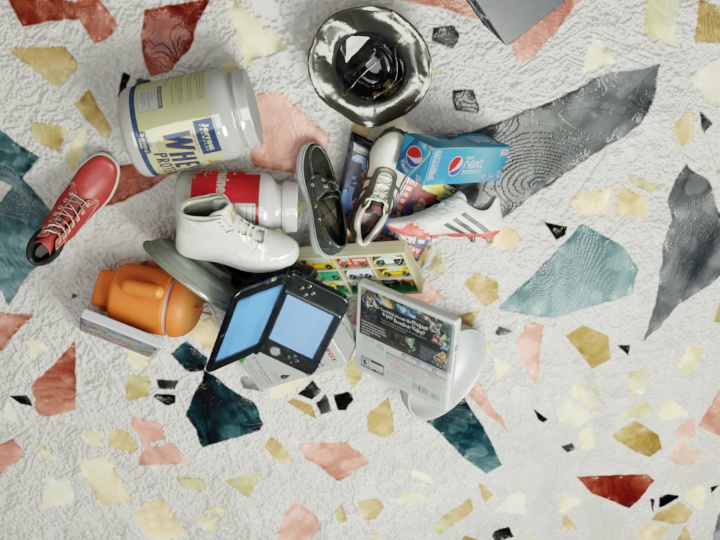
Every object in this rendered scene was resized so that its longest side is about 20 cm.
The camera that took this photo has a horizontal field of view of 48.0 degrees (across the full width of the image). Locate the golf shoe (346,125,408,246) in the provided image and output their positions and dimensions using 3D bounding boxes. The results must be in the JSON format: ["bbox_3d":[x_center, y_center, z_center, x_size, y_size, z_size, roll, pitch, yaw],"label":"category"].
[{"bbox_3d":[0.037,-0.131,1.312,0.077,0.088,0.201,16,112,-9],"label":"golf shoe"}]

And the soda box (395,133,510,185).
[{"bbox_3d":[0.153,-0.183,1.314,0.199,0.068,0.064,-8,123,-44],"label":"soda box"}]

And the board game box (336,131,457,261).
[{"bbox_3d":[0.032,-0.105,1.406,0.199,0.062,0.200,23,113,-14],"label":"board game box"}]

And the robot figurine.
[{"bbox_3d":[-0.363,0.053,1.417,0.199,0.117,0.144,12,126,3],"label":"robot figurine"}]

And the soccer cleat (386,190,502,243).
[{"bbox_3d":[0.141,-0.092,1.354,0.199,0.069,0.086,1,104,-8],"label":"soccer cleat"}]

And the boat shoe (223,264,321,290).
[{"bbox_3d":[-0.162,0.010,1.405,0.200,0.072,0.066,-3,124,34],"label":"boat shoe"}]

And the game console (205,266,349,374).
[{"bbox_3d":[-0.136,0.106,1.326,0.170,0.119,0.200,26,129,-2],"label":"game console"}]

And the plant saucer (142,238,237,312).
[{"bbox_3d":[-0.273,-0.003,1.367,0.200,0.200,0.050,37,91,-19],"label":"plant saucer"}]

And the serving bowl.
[{"bbox_3d":[0.144,0.180,1.515,0.200,0.066,0.201,-26,135,-30],"label":"serving bowl"}]

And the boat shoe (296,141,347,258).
[{"bbox_3d":[-0.057,-0.122,1.344,0.068,0.057,0.201,-4,80,-36],"label":"boat shoe"}]

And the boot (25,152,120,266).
[{"bbox_3d":[-0.473,-0.098,1.331,0.072,0.144,0.200,36,107,-17],"label":"boot"}]

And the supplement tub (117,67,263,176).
[{"bbox_3d":[-0.265,-0.237,1.277,0.199,0.145,0.146,-12,116,2],"label":"supplement tub"}]

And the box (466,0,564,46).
[{"bbox_3d":[0.183,-0.455,1.184,0.104,0.182,0.200,-36,112,13],"label":"box"}]

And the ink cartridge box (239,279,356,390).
[{"bbox_3d":[-0.126,0.118,1.459,0.199,0.083,0.147,-20,115,25],"label":"ink cartridge box"}]

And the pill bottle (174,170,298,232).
[{"bbox_3d":[-0.205,-0.109,1.360,0.199,0.112,0.113,1,115,-5],"label":"pill bottle"}]

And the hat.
[{"bbox_3d":[0.013,-0.335,1.288,0.199,0.081,0.201,-3,124,-5],"label":"hat"}]

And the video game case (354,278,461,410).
[{"bbox_3d":[0.076,0.126,1.387,0.199,0.023,0.183,22,125,31],"label":"video game case"}]

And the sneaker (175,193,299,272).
[{"bbox_3d":[-0.191,-0.060,1.271,0.199,0.074,0.116,5,146,-8],"label":"sneaker"}]

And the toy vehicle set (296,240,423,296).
[{"bbox_3d":[0.000,0.000,1.408,0.199,0.027,0.124,-3,145,21],"label":"toy vehicle set"}]

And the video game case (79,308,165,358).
[{"bbox_3d":[-0.422,0.114,1.421,0.143,0.200,0.018,24,72,-14],"label":"video game case"}]
